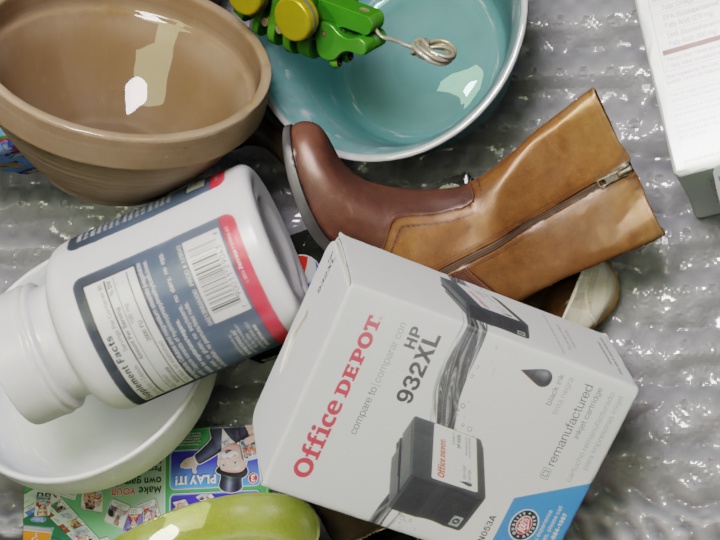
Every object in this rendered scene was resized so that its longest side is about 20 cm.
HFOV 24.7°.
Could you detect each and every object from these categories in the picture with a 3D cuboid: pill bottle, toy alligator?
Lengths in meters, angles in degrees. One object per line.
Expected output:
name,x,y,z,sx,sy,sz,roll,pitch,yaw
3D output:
pill bottle,-0.141,0.022,1.087,0.198,0.120,0.121,-23,72,6
toy alligator,-0.025,-0.162,1.090,0.199,0.059,0.055,31,130,22

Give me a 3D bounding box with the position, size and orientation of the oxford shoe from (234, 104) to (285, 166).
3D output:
oxford shoe,-0.099,-0.110,1.209,0.199,0.072,0.085,34,94,34

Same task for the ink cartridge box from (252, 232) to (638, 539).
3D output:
ink cartridge box,0.049,0.086,1.028,0.198,0.084,0.146,20,108,-15

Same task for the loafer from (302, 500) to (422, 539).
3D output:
loafer,0.009,0.161,1.099,0.199,0.071,0.074,36,122,21

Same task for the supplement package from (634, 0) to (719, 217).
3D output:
supplement package,0.245,-0.155,1.071,0.116,0.117,0.203,-14,74,16

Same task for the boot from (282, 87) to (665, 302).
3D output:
boot,0.068,-0.055,1.050,0.199,0.068,0.189,-31,94,14

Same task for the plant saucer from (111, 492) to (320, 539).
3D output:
plant saucer,-0.115,0.210,1.069,0.198,0.200,0.031,-15,109,16

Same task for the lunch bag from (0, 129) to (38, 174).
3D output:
lunch bag,-0.254,-0.180,1.210,0.150,0.093,0.203,-8,85,52

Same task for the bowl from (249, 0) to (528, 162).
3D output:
bowl,0.032,-0.162,1.152,0.198,0.105,0.204,-4,78,19

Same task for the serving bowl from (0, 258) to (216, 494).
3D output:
serving bowl,-0.187,0.078,1.183,0.198,0.066,0.202,-10,52,13

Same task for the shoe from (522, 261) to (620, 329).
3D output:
shoe,0.093,0.063,1.111,0.070,0.053,0.200,44,96,22

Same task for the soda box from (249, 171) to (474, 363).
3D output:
soda box,0.000,0.000,1.152,0.198,0.063,0.072,-19,74,14

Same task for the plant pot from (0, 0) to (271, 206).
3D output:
plant pot,-0.163,-0.108,1.094,0.200,0.200,0.093,32,129,22

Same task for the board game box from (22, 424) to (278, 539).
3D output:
board game box,-0.152,0.184,1.185,0.197,0.029,0.136,-5,78,18

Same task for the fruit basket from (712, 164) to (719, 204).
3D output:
fruit basket,0.329,-0.006,0.996,0.198,0.186,0.094,-12,35,18
